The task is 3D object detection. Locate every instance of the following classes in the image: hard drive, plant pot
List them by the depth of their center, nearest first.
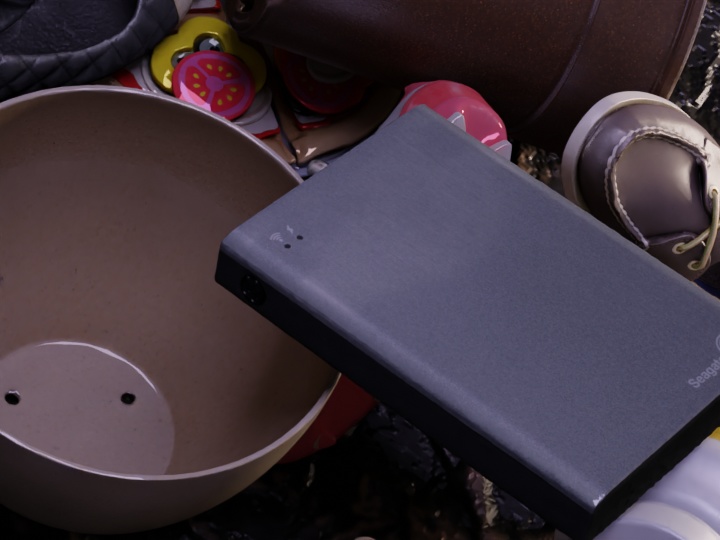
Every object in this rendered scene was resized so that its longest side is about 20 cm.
[{"bbox_3d":[0.058,0.019,1.156,0.200,0.033,0.139,35,47,22],"label":"hard drive"},{"bbox_3d":[-0.115,0.038,1.214,0.200,0.135,0.201,9,54,-12],"label":"plant pot"},{"bbox_3d":[0.047,-0.167,1.358,0.198,0.200,0.201,13,53,-17],"label":"plant pot"}]

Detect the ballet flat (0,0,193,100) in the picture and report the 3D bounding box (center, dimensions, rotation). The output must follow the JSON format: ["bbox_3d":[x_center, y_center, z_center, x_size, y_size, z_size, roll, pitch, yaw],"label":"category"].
[{"bbox_3d":[-0.159,-0.122,1.331,0.200,0.057,0.067,-24,67,-31],"label":"ballet flat"}]

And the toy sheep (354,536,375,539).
[{"bbox_3d":[-0.004,0.199,1.141,0.138,0.138,0.200,-23,57,-30],"label":"toy sheep"}]

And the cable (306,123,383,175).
[{"bbox_3d":[0.073,-0.016,1.344,0.200,0.050,0.097,35,27,25],"label":"cable"}]

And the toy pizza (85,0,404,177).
[{"bbox_3d":[-0.065,-0.133,1.415,0.199,0.032,0.201,9,54,-12],"label":"toy pizza"}]

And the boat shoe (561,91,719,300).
[{"bbox_3d":[0.162,-0.025,1.327,0.059,0.200,0.072,40,91,36],"label":"boat shoe"}]

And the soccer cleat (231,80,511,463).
[{"bbox_3d":[0.000,0.000,1.292,0.067,0.076,0.200,30,93,-26],"label":"soccer cleat"}]

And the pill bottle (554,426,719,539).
[{"bbox_3d":[0.150,0.112,1.199,0.112,0.112,0.200,38,26,9],"label":"pill bottle"}]
